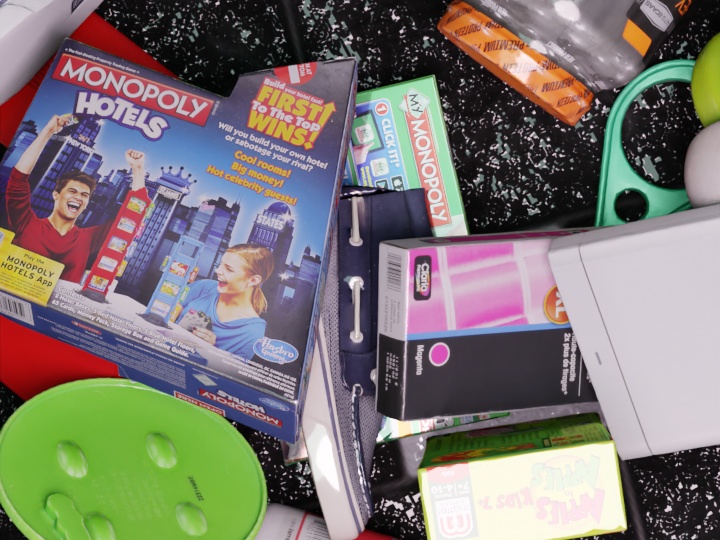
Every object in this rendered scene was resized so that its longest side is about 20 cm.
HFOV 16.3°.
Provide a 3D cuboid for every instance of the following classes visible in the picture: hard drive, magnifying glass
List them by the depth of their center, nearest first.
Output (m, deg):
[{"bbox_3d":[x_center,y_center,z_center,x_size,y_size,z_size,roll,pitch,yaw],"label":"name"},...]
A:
[{"bbox_3d":[0.212,0.025,1.324,0.200,0.027,0.132,-12,112,24],"label":"hard drive"},{"bbox_3d":[0.151,-0.030,1.443,0.080,0.022,0.200,32,90,2],"label":"magnifying glass"}]

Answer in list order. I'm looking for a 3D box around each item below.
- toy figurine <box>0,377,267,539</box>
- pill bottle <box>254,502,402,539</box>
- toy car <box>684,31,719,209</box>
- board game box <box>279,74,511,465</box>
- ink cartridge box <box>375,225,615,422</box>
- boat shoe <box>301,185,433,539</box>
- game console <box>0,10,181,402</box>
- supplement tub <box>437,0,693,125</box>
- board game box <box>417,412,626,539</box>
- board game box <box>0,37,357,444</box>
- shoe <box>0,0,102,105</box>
[{"bbox_3d":[-0.134,0.193,1.383,0.150,0.200,0.184,-5,133,-26],"label":"toy figurine"},{"bbox_3d":[0.024,0.209,1.405,0.200,0.112,0.113,17,91,3],"label":"pill bottle"},{"bbox_3d":[0.280,-0.086,1.346,0.200,0.150,0.175,28,55,3],"label":"toy car"},{"bbox_3d":[0.000,0.000,1.446,0.134,0.029,0.200,-12,90,2],"label":"board game box"},{"bbox_3d":[0.101,0.026,1.379,0.200,0.037,0.095,-5,101,-31],"label":"ink cartridge box"},{"bbox_3d":[0.009,0.045,1.384,0.093,0.075,0.200,-9,79,0],"label":"boat shoe"},{"bbox_3d":[-0.174,-0.039,1.443,0.200,0.119,0.172,38,64,10],"label":"game console"},{"bbox_3d":[0.138,-0.188,1.390,0.122,0.123,0.200,36,93,2],"label":"supplement tub"},{"bbox_3d":[0.086,0.113,1.356,0.101,0.200,0.048,-9,90,3],"label":"board game box"},{"bbox_3d":[-0.087,-0.038,1.348,0.200,0.062,0.200,22,66,8],"label":"board game box"},{"bbox_3d":[-0.198,-0.170,1.402,0.091,0.072,0.200,35,58,9],"label":"shoe"}]
